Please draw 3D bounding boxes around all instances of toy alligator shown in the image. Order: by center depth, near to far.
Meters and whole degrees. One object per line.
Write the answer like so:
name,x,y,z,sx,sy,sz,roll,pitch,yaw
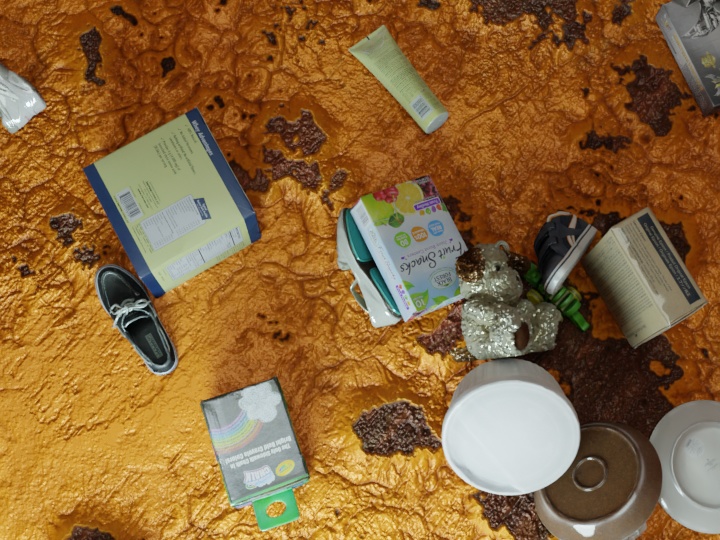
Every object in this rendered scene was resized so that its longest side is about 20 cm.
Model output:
toy alligator,0.289,0.020,1.610,0.059,0.054,0.200,-43,81,-11

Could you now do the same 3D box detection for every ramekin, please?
ramekin,0.218,0.222,1.498,0.199,0.095,0.205,2,116,3

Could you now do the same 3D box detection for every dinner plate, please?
dinner plate,0.540,0.300,1.565,0.196,0.024,0.204,0,75,-1

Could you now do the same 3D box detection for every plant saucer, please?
plant saucer,0.340,0.304,1.490,0.198,0.035,0.202,-21,46,23

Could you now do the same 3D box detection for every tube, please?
tube,0.069,-0.319,1.695,0.201,0.052,0.058,52,39,13

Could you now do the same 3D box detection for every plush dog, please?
plush dog,0.199,0.045,1.535,0.158,0.199,0.175,-11,84,33

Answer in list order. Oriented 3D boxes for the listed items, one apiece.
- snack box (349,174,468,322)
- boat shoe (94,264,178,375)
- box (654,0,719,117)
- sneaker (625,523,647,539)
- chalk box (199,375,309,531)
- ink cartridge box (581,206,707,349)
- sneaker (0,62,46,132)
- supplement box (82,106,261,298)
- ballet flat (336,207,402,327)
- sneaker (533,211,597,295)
snack box,0.090,-0.038,1.597,0.141,0.053,0.202,-20,77,-28
boat shoe,-0.352,0.072,1.571,0.073,0.068,0.201,-28,78,-9
box,0.615,-0.382,1.723,0.156,0.048,0.203,-20,77,-7
sneaker,0.379,0.390,1.496,0.098,0.078,0.203,11,60,-9
chalk box,-0.147,0.277,1.500,0.123,0.124,0.203,-17,78,-7
ink cartridge box,0.424,0.015,1.540,0.074,0.200,0.166,-28,79,-8
sneaker,-0.612,-0.302,1.647,0.199,0.078,0.100,39,81,9
supplement box,-0.288,-0.103,1.582,0.198,0.134,0.202,-29,79,-8
ballet flat,0.000,0.000,1.604,0.069,0.070,0.202,-25,78,-8
sneaker,0.303,-0.031,1.577,0.079,0.200,0.079,33,122,10
